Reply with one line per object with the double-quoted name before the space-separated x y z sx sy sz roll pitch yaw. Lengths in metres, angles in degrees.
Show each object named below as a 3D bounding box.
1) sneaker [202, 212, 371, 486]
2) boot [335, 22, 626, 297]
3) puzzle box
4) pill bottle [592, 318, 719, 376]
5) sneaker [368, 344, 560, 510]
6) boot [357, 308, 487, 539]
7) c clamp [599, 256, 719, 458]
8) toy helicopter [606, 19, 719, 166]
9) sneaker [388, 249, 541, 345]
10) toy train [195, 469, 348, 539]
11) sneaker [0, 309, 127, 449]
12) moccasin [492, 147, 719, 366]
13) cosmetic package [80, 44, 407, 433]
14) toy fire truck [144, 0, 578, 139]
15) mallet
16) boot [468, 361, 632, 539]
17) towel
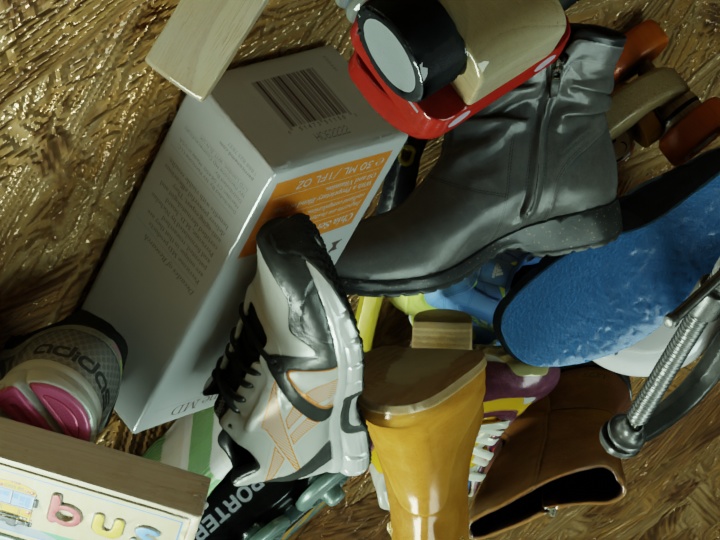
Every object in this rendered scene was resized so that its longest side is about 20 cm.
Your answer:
"sneaker" -0.041 0.050 1.398 0.080 0.074 0.201 -14 141 -8
"boot" 0.054 -0.067 1.511 0.199 0.070 0.132 -16 116 -24
"puzzle box" -0.182 0.122 1.374 0.133 0.199 0.026 110 -5 -49
"pill bottle" 0.177 0.010 1.741 0.109 0.109 0.200 -42 178 3
"sneaker" 0.064 0.099 1.691 0.075 0.091 0.200 3 168 -23
"boot" 0.038 0.111 1.539 0.201 0.070 0.145 -48 140 -75
"c clamp" 0.193 0.045 1.616 0.171 0.027 0.200 -35 158 -37
"toy helicopter" 0.127 -0.056 1.664 0.132 0.079 0.200 -33 170 -33
"sneaker" 0.087 0.023 1.682 0.200 0.105 0.076 26 79 -65
"toy train" -0.077 0.151 1.715 0.200 0.085 0.114 -42 171 -4
"sneaker" -0.176 0.085 1.428 0.200 0.074 0.088 -45 -172 47
"moccasin" 0.163 -0.006 1.602 0.199 0.081 0.068 -28 -162 -12
"cosmetic package" -0.067 -0.015 1.427 0.101 0.071 0.200 -19 150 -43
"toy fire truck" -0.010 -0.126 1.203 0.128 0.176 0.200 -34 171 -18
"mallet" 0.000 0.000 1.587 0.041 0.065 0.201 -73 170 -57
"boot" 0.090 0.134 1.791 0.187 0.069 0.200 -14 -161 13
"towel" -0.093 0.109 1.574 0.200 0.023 0.153 -48 -167 15
